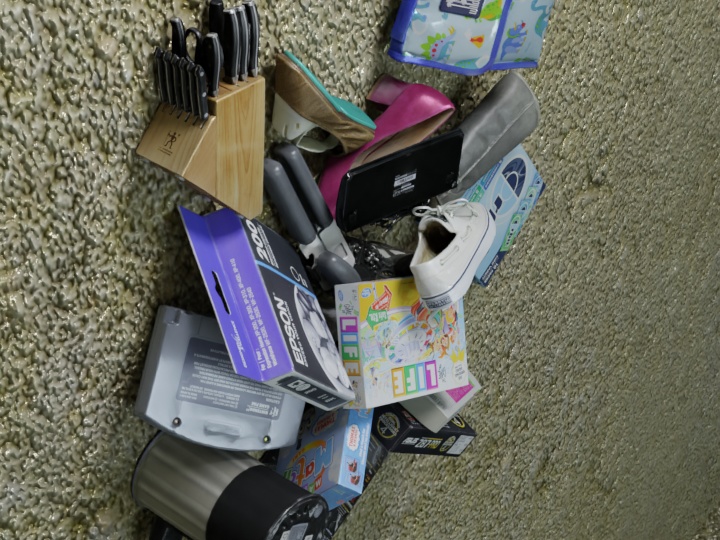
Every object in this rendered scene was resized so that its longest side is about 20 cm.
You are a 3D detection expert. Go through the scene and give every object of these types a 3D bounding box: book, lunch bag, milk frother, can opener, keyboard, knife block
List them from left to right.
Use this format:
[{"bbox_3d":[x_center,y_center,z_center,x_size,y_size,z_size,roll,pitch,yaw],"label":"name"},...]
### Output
[{"bbox_3d":[-0.172,0.265,1.531,0.181,0.188,0.200,-61,150,-5],"label":"milk frother"},{"bbox_3d":[-0.127,-0.159,1.384,0.176,0.064,0.200,-61,151,-3],"label":"knife block"},{"bbox_3d":[-0.044,-0.049,1.568,0.053,0.067,0.200,-46,136,-19],"label":"can opener"},{"bbox_3d":[0.035,-0.096,1.626,0.200,0.040,0.104,-23,131,-41],"label":"keyboard"},{"bbox_3d":[0.077,0.128,1.815,0.048,0.134,0.200,-50,171,15],"label":"book"},{"bbox_3d":[0.126,-0.314,1.616,0.200,0.127,0.170,-8,123,-41],"label":"lunch bag"}]

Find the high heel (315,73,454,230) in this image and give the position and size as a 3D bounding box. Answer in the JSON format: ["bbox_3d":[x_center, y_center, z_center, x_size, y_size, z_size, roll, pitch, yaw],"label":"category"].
[{"bbox_3d":[0.024,-0.119,1.625,0.200,0.096,0.067,-60,151,-6],"label":"high heel"}]

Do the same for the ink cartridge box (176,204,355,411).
[{"bbox_3d":[-0.093,0.034,1.478,0.043,0.198,0.200,-30,154,16],"label":"ink cartridge box"}]

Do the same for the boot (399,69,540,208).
[{"bbox_3d":[0.130,-0.168,1.750,0.200,0.073,0.182,-42,147,-12],"label":"boot"}]

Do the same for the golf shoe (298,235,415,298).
[{"bbox_3d":[0.000,0.000,1.712,0.200,0.094,0.078,12,91,-34],"label":"golf shoe"}]

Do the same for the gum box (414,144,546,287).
[{"bbox_3d":[0.163,-0.090,1.923,0.170,0.045,0.200,-58,151,-9],"label":"gum box"}]

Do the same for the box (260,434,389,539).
[{"bbox_3d":[-0.049,0.250,1.856,0.158,0.050,0.200,-55,150,-15],"label":"box"}]

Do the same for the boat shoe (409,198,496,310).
[{"bbox_3d":[0.093,-0.042,1.636,0.086,0.075,0.202,60,32,-21],"label":"boat shoe"}]

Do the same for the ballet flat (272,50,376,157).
[{"bbox_3d":[-0.050,-0.162,1.521,0.072,0.068,0.200,-45,156,7],"label":"ballet flat"}]

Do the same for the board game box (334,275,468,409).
[{"bbox_3d":[0.049,0.075,1.630,0.200,0.034,0.135,-7,94,-52],"label":"board game box"}]

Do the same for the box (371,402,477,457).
[{"bbox_3d":[0.043,0.161,1.816,0.049,0.161,0.200,-52,152,12],"label":"box"}]

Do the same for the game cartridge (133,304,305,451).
[{"bbox_3d":[-0.142,0.120,1.529,0.200,0.041,0.133,17,80,-39],"label":"game cartridge"}]

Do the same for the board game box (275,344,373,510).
[{"bbox_3d":[-0.040,0.181,1.651,0.037,0.151,0.200,26,52,-24],"label":"board game box"}]

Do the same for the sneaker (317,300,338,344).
[{"bbox_3d":[-0.097,0.115,1.659,0.200,0.073,0.112,-26,138,-36],"label":"sneaker"}]
